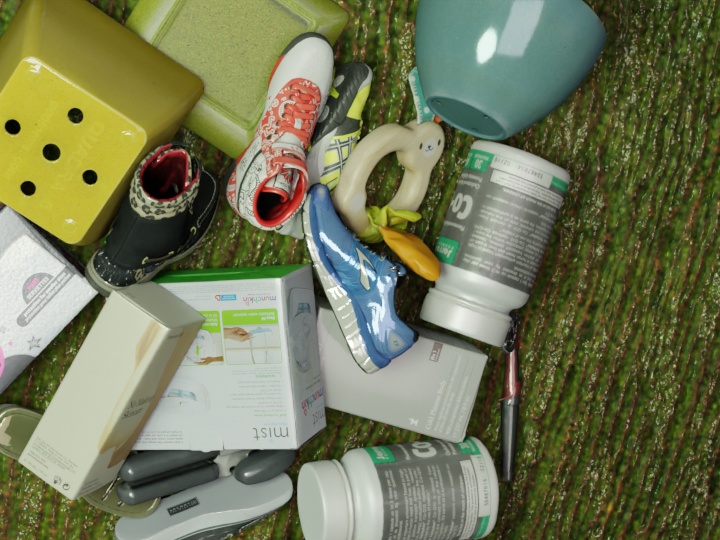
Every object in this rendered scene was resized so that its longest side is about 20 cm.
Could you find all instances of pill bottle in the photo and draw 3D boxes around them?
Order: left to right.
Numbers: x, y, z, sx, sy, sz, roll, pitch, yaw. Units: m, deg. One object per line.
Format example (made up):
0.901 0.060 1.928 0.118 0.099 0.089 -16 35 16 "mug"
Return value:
0.040 0.245 1.624 0.199 0.113 0.114 -4 98 -20 "pill bottle"
0.141 -0.028 1.614 0.112 0.113 0.201 20 90 -14 "pill bottle"

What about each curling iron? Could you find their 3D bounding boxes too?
0.163 0.139 1.692 0.049 0.025 0.202 -13 106 -48 "curling iron"

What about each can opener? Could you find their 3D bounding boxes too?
-0.159 0.205 1.586 0.199 0.067 0.054 -13 112 -38 "can opener"

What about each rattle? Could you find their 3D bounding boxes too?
0.072 -0.109 1.581 0.200 0.143 0.130 -48 123 -11 "rattle"

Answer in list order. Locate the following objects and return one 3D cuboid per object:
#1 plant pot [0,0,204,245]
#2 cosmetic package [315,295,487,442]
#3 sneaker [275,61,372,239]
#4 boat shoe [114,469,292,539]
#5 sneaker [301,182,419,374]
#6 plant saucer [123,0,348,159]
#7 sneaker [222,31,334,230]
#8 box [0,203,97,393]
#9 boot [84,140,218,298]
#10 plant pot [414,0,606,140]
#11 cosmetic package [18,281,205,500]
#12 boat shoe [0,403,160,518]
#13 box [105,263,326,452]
-0.290 -0.139 1.464 0.199 0.177 0.200 34 104 -13 "plant pot"
0.024 0.105 1.631 0.199 0.090 0.108 14 97 -16 "cosmetic package"
-0.035 -0.127 1.607 0.076 0.075 0.201 24 94 -34 "sneaker"
-0.167 0.269 1.625 0.199 0.069 0.057 -16 126 -13 "boat shoe"
0.000 0.000 1.541 0.089 0.079 0.201 -25 87 -2 "sneaker"
-0.138 -0.241 1.573 0.199 0.048 0.200 33 89 -13 "plant saucer"
-0.068 -0.137 1.525 0.067 0.108 0.202 23 101 -29 "sneaker"
-0.378 0.044 1.522 0.200 0.115 0.132 -46 103 -3 "box"
-0.183 -0.073 1.491 0.073 0.154 0.204 38 45 3 "boot"
0.135 -0.215 1.544 0.199 0.200 0.135 28 78 -14 "plant pot"
-0.241 0.115 1.468 0.071 0.105 0.201 33 103 10 "cosmetic package"
-0.300 0.193 1.581 0.199 0.068 0.075 34 82 -22 "boat shoe"
-0.148 0.090 1.543 0.198 0.097 0.178 -4 98 19 "box"
